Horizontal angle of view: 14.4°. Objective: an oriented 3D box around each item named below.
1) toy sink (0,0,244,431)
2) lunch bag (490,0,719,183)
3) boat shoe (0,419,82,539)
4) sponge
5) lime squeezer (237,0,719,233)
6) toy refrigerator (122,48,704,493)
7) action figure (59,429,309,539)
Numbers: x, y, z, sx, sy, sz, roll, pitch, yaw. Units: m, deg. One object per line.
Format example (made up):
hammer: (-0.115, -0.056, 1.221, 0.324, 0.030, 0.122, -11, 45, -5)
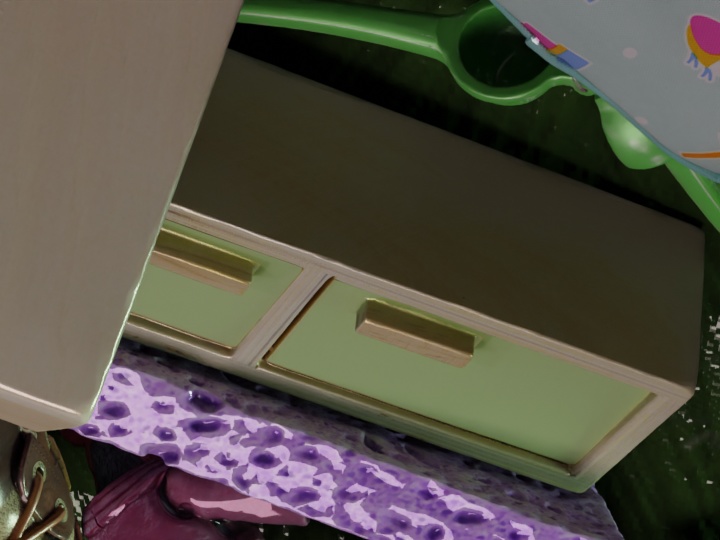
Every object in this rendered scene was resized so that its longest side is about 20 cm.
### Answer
toy sink: (-0.104, -0.073, 0.744, 0.130, 0.200, 0.112, 20, 172, -11)
lunch bag: (0.105, -0.110, 0.707, 0.200, 0.077, 0.160, 37, 136, -28)
boat shoe: (-0.122, 0.079, 0.944, 0.072, 0.072, 0.200, 44, 160, 20)
sponge: (-0.015, 0.047, 0.924, 0.200, 0.112, 0.030, 21, 106, -11)
lime squeezer: (0.054, -0.055, 0.835, 0.200, 0.038, 0.071, 23, 170, -17)
toy refrigerator: (0.000, 0.000, 0.873, 0.200, 0.070, 0.076, 21, 143, -17)
action figure: (-0.050, 0.125, 1.001, 0.200, 0.149, 0.134, 48, 131, 8)
